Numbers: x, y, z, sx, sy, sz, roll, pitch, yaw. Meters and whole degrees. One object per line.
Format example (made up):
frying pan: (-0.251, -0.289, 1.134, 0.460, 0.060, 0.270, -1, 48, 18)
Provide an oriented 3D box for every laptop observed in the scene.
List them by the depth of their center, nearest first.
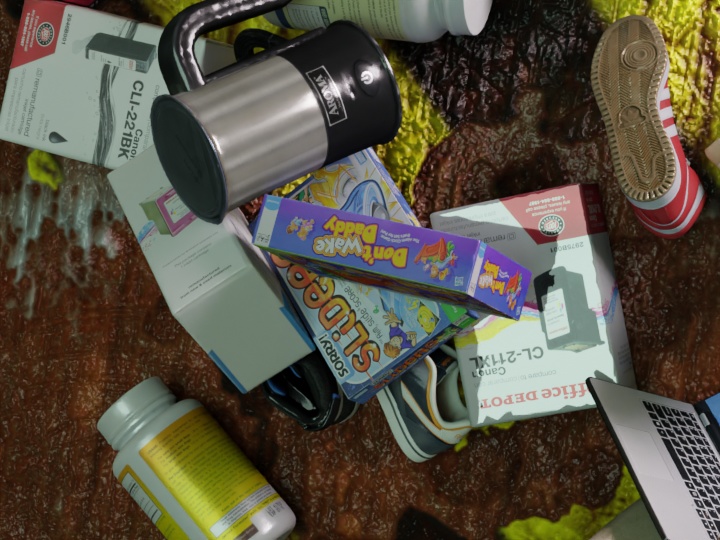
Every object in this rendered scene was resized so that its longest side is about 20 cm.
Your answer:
laptop: (0.323, 0.138, 1.425, 0.116, 0.200, 0.187, -56, 34, 28)

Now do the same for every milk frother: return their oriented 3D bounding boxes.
milk frother: (-0.099, -0.139, 1.509, 0.188, 0.200, 0.181, -26, 77, -27)

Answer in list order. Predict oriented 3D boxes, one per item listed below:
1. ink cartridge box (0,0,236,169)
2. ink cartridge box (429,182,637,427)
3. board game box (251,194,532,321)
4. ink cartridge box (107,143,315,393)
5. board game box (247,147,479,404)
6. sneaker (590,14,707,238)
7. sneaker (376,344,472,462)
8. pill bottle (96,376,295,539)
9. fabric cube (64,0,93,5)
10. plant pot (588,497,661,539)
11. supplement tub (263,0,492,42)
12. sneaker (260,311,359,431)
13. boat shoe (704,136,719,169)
ink cartridge box: (-0.236, -0.173, 1.662, 0.199, 0.084, 0.145, 15, 97, 15)
ink cartridge box: (0.158, 0.032, 1.549, 0.145, 0.083, 0.201, -11, 89, 18)
board game box: (0.027, -0.010, 1.437, 0.200, 0.134, 0.045, 13, 84, 26)
ink cartridge box: (-0.136, -0.010, 1.550, 0.085, 0.145, 0.200, -32, 48, 3)
board game box: (0.000, 0.000, 1.542, 0.135, 0.034, 0.200, -38, 66, 13)
sneaker: (0.258, -0.123, 1.526, 0.071, 0.112, 0.200, -13, 59, 20)
sneaker: (0.040, 0.075, 1.589, 0.079, 0.078, 0.200, -29, 93, 31)
pill bottle: (-0.162, 0.201, 1.645, 0.109, 0.109, 0.200, -44, 80, 15)
fabric cube: (-0.284, -0.393, 1.606, 0.196, 0.200, 0.200, -35, 82, 15)
plant pot: (0.268, 0.294, 1.456, 0.200, 0.200, 0.177, 36, 58, 13)
supplement tub: (0.014, -0.283, 1.546, 0.199, 0.145, 0.145, 9, 95, 17)
sneaker: (-0.077, 0.059, 1.609, 0.073, 0.112, 0.200, -39, 81, 15)
boat shoe: (0.380, -0.159, 1.477, 0.065, 0.072, 0.200, 42, 109, 10)
